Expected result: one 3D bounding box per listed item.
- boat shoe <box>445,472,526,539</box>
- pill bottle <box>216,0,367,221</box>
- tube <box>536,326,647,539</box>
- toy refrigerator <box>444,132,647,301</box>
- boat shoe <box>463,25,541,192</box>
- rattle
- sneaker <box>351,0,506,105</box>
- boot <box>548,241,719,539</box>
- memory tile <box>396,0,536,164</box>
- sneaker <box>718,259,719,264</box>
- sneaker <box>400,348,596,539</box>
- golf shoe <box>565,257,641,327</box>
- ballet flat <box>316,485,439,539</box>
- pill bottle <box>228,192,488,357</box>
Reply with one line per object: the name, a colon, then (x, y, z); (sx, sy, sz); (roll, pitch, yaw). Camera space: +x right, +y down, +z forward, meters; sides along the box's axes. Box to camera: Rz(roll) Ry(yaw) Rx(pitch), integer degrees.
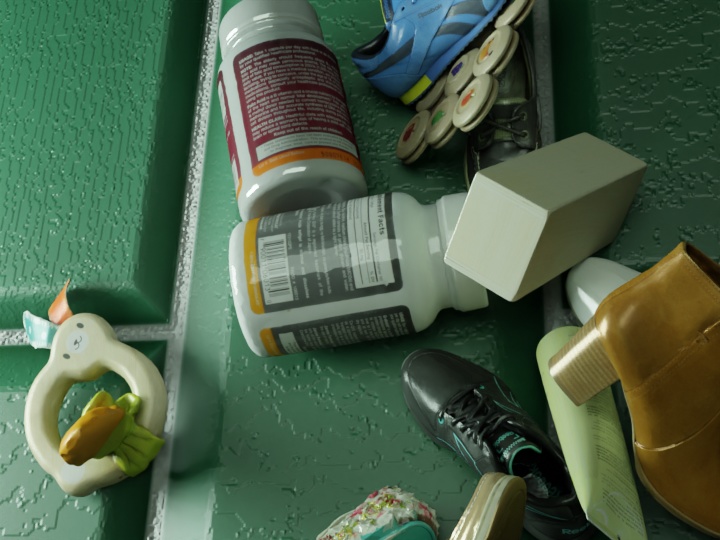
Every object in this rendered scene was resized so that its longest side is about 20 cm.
boat shoe: (0.055, 0.229, 0.779); (0.069, 0.074, 0.202); (25, 94, 31)
pill bottle: (-0.066, -0.140, 0.975); (0.113, 0.114, 0.202); (-15, 64, 4)
tube: (0.167, 0.122, 0.793); (0.057, 0.052, 0.201); (3, 36, -5)
toy refrigerator: (0.146, -0.048, 0.844); (0.070, 0.076, 0.199); (31, 30, 23)
boat shoe: (0.124, -0.132, 0.959); (0.071, 0.066, 0.203); (-1, 65, 11)
rattle: (-0.251, 0.078, 0.902); (0.130, 0.143, 0.201); (-29, 68, 17)
sneaker: (0.067, -0.232, 0.953); (0.078, 0.200, 0.066); (33, 37, -17)
boot: (0.241, 0.086, 0.742); (0.201, 0.071, 0.144); (44, 122, -8)
memory tile: (0.099, -0.194, 0.959); (0.017, 0.153, 0.201); (30, 69, -19)
sneaker: (0.324, -0.028, 0.859); (0.080, 0.086, 0.202); (8, 68, 17)
sneaker: (0.106, 0.123, 0.838); (0.075, 0.079, 0.200); (-44, 63, -10)
golf shoe: (0.239, 0.050, 0.838); (0.073, 0.092, 0.200); (-42, 63, -9)
ballet flat: (-0.030, 0.233, 0.830); (0.199, 0.076, 0.064); (-30, 32, -8)
pill bottle: (0.000, 0.000, 0.896); (0.198, 0.117, 0.117); (-10, 64, 6)
